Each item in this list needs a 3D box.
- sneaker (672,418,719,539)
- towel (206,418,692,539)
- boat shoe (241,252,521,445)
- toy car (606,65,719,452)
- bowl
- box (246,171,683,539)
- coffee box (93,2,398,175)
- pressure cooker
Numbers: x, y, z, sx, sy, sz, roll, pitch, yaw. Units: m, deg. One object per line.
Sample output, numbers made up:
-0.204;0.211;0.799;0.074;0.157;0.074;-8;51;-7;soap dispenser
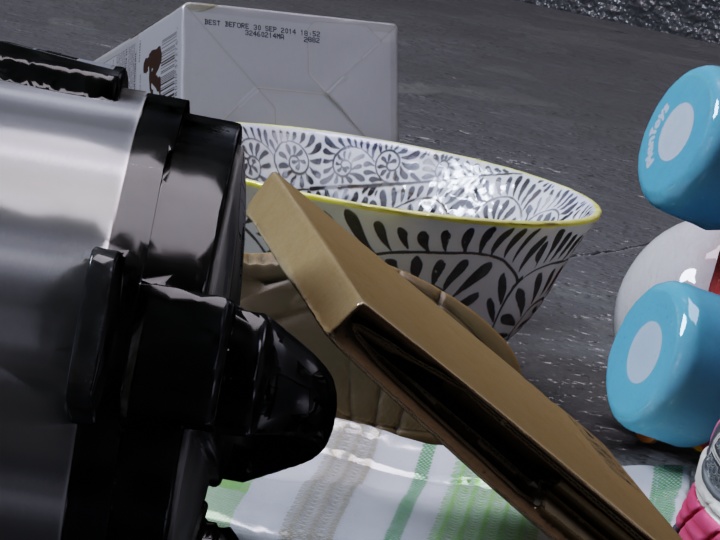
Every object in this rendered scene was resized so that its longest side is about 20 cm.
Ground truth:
0.202;0.099;0.974;0.200;0.075;0.081;25;14;18;sneaker
0.023;0.082;1.062;0.200;0.031;0.149;10;10;4;towel
-0.036;0.030;1.171;0.200;0.074;0.066;16;-19;-8;boat shoe
0.162;0.035;1.218;0.184;0.177;0.200;20;-23;-22;toy car
0.000;0.000;1.301;0.201;0.094;0.201;9;11;-2;bowl
0.038;0.042;0.951;0.163;0.021;0.200;40;4;-15;box
-0.072;-0.070;1.476;0.113;0.080;0.200;4;-10;-23;coffee box
-0.106;0.028;0.857;0.200;0.179;0.176;10;33;-1;pressure cooker
